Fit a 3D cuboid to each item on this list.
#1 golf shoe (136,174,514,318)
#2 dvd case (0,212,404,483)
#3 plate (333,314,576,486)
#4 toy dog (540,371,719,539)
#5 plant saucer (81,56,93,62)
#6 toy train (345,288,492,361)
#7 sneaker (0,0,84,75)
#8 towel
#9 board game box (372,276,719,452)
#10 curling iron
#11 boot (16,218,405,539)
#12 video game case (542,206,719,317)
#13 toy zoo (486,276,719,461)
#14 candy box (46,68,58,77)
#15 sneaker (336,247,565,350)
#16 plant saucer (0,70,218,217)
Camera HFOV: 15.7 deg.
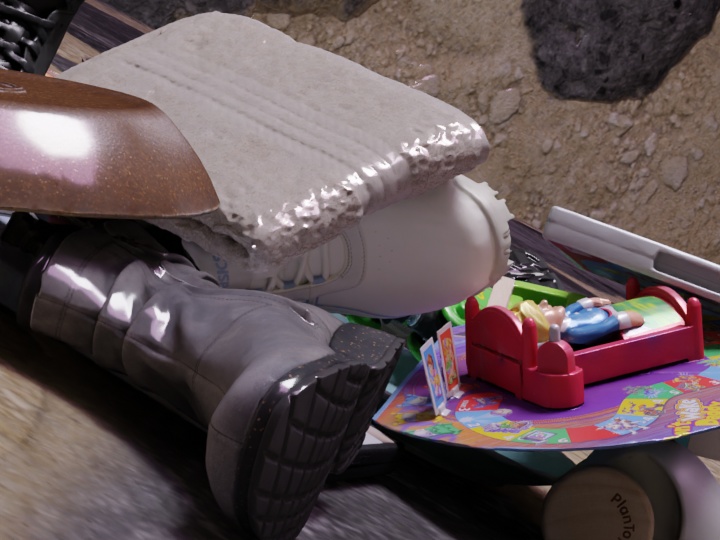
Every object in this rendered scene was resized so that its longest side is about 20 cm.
[{"bbox_3d":[-0.033,-0.004,1.157,0.199,0.079,0.097,0,19,22],"label":"golf shoe"},{"bbox_3d":[-0.084,0.028,1.058,0.200,0.018,0.143,30,6,15],"label":"dvd case"},{"bbox_3d":[0.017,0.060,1.260,0.200,0.026,0.200,30,6,-3],"label":"plate"},{"bbox_3d":[0.174,0.118,1.152,0.200,0.097,0.132,28,6,-16],"label":"toy dog"},{"bbox_3d":[-0.122,-0.093,1.895,0.200,0.037,0.200,30,5,-3],"label":"plant saucer"},{"bbox_3d":[0.000,0.000,1.306,0.200,0.042,0.057,27,33,-27],"label":"toy train"},{"bbox_3d":[-0.166,-0.121,1.235,0.071,0.099,0.200,33,35,-19],"label":"sneaker"},{"bbox_3d":[-0.056,-0.059,1.156,0.132,0.035,0.200,-28,37,-31],"label":"towel"},{"bbox_3d":[0.096,0.028,1.139,0.157,0.039,0.200,0,16,17],"label":"board game box"},{"bbox_3d":[-0.128,-0.026,1.091,0.049,0.026,0.200,26,5,-14],"label":"curling iron"},{"bbox_3d":[-0.064,0.033,0.907,0.131,0.070,0.200,25,4,5],"label":"boot"},{"bbox_3d":[0.189,0.019,1.223,0.199,0.018,0.143,21,-1,13],"label":"video game case"},{"bbox_3d":[0.153,0.053,1.248,0.199,0.021,0.131,13,20,5],"label":"toy zoo"},{"bbox_3d":[-0.232,-0.106,1.329,0.200,0.055,0.115,28,7,-24],"label":"candy box"},{"bbox_3d":[0.008,0.021,1.394,0.199,0.080,0.074,12,28,-15],"label":"sneaker"},{"bbox_3d":[-0.150,-0.055,0.992,0.200,0.037,0.200,9,8,-1],"label":"plant saucer"}]
